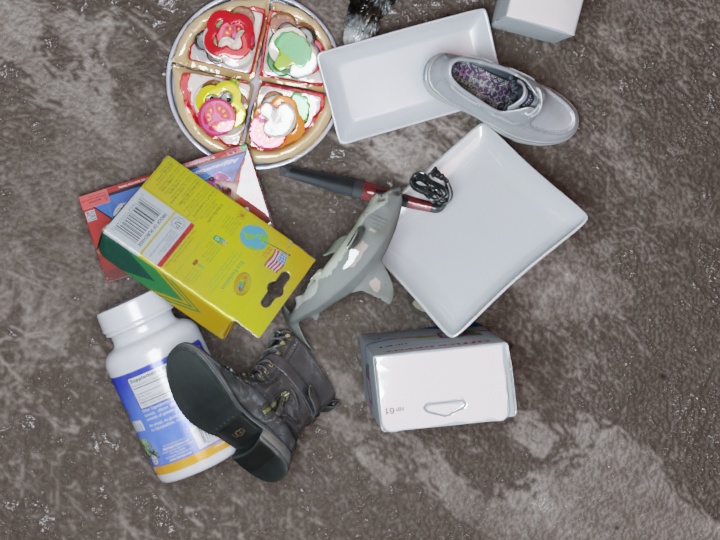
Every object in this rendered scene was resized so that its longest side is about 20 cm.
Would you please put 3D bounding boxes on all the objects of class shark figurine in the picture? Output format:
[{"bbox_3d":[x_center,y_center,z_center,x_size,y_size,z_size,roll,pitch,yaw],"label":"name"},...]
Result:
[{"bbox_3d":[-0.012,0.018,1.608,0.089,0.128,0.215,38,109,-7],"label":"shark figurine"}]

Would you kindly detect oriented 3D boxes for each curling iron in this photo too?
[{"bbox_3d":[0.007,-0.098,1.658,0.200,0.026,0.050,7,71,12],"label":"curling iron"}]

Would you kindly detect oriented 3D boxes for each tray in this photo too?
[{"bbox_3d":[0.057,-0.220,1.663,0.200,0.022,0.108,-16,103,-6],"label":"tray"}]

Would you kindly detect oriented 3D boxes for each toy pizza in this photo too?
[{"bbox_3d":[-0.118,-0.213,1.652,0.200,0.032,0.201,0,92,-4],"label":"toy pizza"}]

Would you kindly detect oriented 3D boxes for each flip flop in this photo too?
[{"bbox_3d":[0.130,-0.024,1.672,0.081,0.058,0.200,26,75,36],"label":"flip flop"}]

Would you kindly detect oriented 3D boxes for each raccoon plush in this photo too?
[{"bbox_3d":[0.050,-0.331,1.607,0.097,0.134,0.200,15,92,-5],"label":"raccoon plush"}]

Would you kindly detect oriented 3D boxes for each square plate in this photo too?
[{"bbox_3d":[0.122,-0.044,1.633,0.198,0.028,0.200,-41,52,-2],"label":"square plate"}]

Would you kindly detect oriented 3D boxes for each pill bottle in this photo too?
[{"bbox_3d":[-0.213,0.122,1.629,0.112,0.112,0.200,-25,94,-2],"label":"pill bottle"}]

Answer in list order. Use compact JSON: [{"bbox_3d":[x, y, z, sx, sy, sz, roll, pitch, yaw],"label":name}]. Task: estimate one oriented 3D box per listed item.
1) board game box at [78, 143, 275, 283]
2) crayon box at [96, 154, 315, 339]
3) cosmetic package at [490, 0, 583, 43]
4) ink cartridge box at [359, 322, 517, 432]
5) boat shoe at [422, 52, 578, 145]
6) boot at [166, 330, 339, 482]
[{"bbox_3d":[-0.205,-0.063,1.650,0.200,0.019,0.103,-17,96,5],"label":"board game box"},{"bbox_3d":[-0.165,-0.016,1.583,0.200,0.051,0.127,35,56,1],"label":"crayon box"},{"bbox_3d":[0.212,-0.361,1.633,0.085,0.108,0.200,13,94,-6],"label":"cosmetic package"},{"bbox_3d":[0.080,0.113,1.605,0.144,0.200,0.085,-6,96,-4],"label":"ink cartridge box"},{"bbox_3d":[0.167,-0.193,1.639,0.200,0.068,0.072,26,85,-23],"label":"boat shoe"},{"bbox_3d":[-0.114,0.120,1.615,0.069,0.174,0.200,-28,109,33],"label":"boot"}]
